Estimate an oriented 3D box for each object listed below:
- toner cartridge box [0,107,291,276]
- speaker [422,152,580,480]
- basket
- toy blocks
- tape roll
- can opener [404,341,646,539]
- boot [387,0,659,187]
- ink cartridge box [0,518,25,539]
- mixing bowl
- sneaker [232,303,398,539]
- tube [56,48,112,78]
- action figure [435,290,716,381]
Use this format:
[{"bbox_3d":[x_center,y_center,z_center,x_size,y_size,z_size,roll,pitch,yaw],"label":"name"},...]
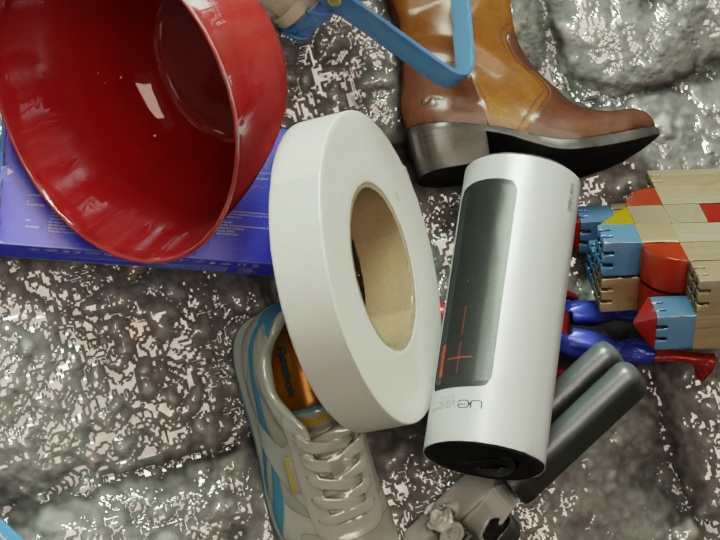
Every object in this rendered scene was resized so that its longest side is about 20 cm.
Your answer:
[{"bbox_3d":[-0.139,-0.052,1.163,0.198,0.043,0.096,5,78,-12],"label":"toner cartridge box"},{"bbox_3d":[0.093,0.031,1.141,0.080,0.081,0.202,14,69,-10],"label":"speaker"},{"bbox_3d":[-0.005,-0.223,1.131,0.199,0.139,0.178,29,43,-33],"label":"basket"},{"bbox_3d":[0.212,-0.009,1.175,0.135,0.201,0.101,-2,121,-5],"label":"toy blocks"},{"bbox_3d":[0.000,0.000,1.109,0.037,0.203,0.205,-12,82,20],"label":"tape roll"},{"bbox_3d":[0.109,0.133,1.170,0.200,0.053,0.066,-47,132,2],"label":"can opener"},{"bbox_3d":[0.107,-0.164,1.243,0.186,0.069,0.202,-7,74,-7],"label":"boot"},{"bbox_3d":[-0.260,0.248,1.059,0.146,0.086,0.200,42,75,-3],"label":"ink cartridge box"},{"bbox_3d":[-0.119,-0.116,1.077,0.108,0.200,0.201,-30,88,-47],"label":"mixing bowl"},{"bbox_3d":[-0.027,0.119,1.139,0.076,0.081,0.202,-22,87,-17],"label":"sneaker"},{"bbox_3d":[-0.206,-0.216,1.177,0.077,0.050,0.202,-8,77,-18],"label":"tube"},{"bbox_3d":[0.141,0.040,1.210,0.198,0.052,0.066,7,73,-7],"label":"action figure"}]
